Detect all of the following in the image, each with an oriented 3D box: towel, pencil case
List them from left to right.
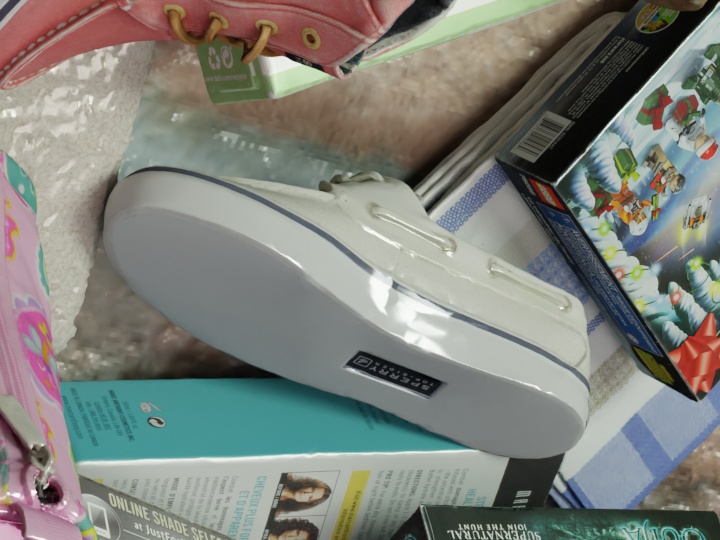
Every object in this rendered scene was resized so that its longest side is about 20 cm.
[{"bbox_3d":[-0.127,0.039,0.866,0.087,0.200,0.088,-8,130,-10],"label":"pencil case"},{"bbox_3d":[-0.136,-0.062,0.953,0.132,0.034,0.200,5,112,-30],"label":"towel"},{"bbox_3d":[0.096,0.005,1.124,0.147,0.024,0.200,-44,129,-5],"label":"towel"}]

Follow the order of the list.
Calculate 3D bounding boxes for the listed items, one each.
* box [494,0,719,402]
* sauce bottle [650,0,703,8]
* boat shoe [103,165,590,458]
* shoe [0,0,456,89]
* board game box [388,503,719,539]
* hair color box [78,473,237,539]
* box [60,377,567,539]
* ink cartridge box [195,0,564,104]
[{"bbox_3d":[0.157,-0.065,1.090,0.200,0.040,0.137,-48,130,-11],"label":"box"},{"bbox_3d":[0.143,-0.186,0.961,0.066,0.066,0.200,40,80,-37],"label":"sauce bottle"},{"bbox_3d":[0.000,0.000,1.019,0.200,0.070,0.071,23,143,-19],"label":"boat shoe"},{"bbox_3d":[-0.041,-0.090,0.868,0.200,0.071,0.091,-33,87,25],"label":"shoe"},{"bbox_3d":[0.037,0.151,1.101,0.135,0.028,0.200,4,146,-30],"label":"board game box"},{"bbox_3d":[-0.129,0.162,1.010,0.109,0.065,0.200,27,123,-36],"label":"hair color box"},{"bbox_3d":[-0.028,0.085,1.061,0.200,0.049,0.082,0,127,-25],"label":"box"},{"bbox_3d":[-0.006,-0.171,0.948,0.145,0.048,0.200,-21,102,-31],"label":"ink cartridge box"}]
